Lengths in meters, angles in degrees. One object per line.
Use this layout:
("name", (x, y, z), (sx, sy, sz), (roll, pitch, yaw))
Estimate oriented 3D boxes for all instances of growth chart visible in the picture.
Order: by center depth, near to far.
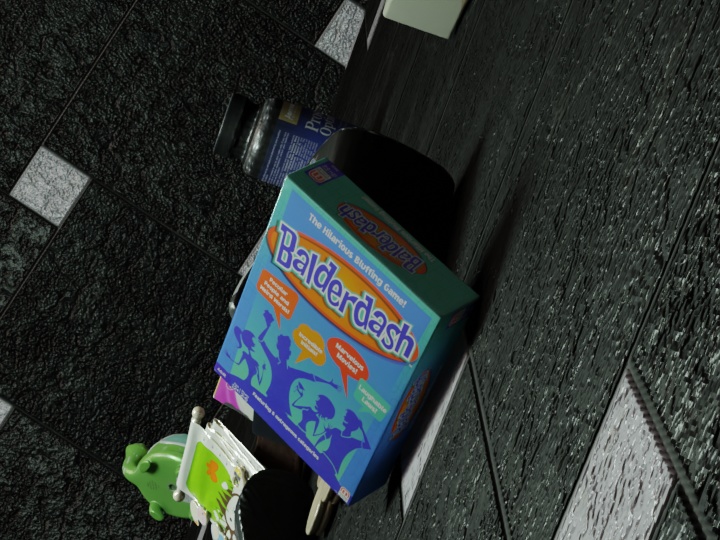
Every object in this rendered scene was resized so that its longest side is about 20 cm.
("growth chart", (-0.133, 0.234, 1.818), (0.200, 0.018, 0.145), (35, 124, 44))

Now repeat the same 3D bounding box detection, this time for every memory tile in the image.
("memory tile", (-0.002, 0.123, 1.511), (0.200, 0.017, 0.154), (114, 173, -46))

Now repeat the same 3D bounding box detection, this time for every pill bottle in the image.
("pill bottle", (-0.089, -0.163, 2.339), (0.112, 0.199, 0.112), (-161, 90, -85))

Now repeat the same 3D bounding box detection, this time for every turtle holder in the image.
("turtle holder", (-0.314, 0.350, 3.022), (0.185, 0.141, 0.132), (-19, 20, 34))

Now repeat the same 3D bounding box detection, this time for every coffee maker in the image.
("coffee maker", (0.009, -0.005, 1.387), (0.192, 0.135, 0.200), (-20, 42, 37))

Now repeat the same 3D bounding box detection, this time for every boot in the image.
("boot", (-0.103, 0.299, 1.588), (0.200, 0.076, 0.168), (-89, 21, -52))
("boot", (-0.075, 0.195, 1.843), (0.097, 0.075, 0.201), (-38, -33, -56))

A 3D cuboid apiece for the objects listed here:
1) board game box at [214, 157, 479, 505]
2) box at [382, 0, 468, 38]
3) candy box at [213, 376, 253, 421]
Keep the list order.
("board game box", (-0.016, 0.045, 1.231), (0.045, 0.152, 0.200), (-26, -30, -42))
("box", (0.093, -0.338, 1.786), (0.200, 0.078, 0.095), (117, 170, -56))
("candy box", (-0.071, 0.054, 1.884), (0.200, 0.061, 0.137), (-48, -16, -54))
